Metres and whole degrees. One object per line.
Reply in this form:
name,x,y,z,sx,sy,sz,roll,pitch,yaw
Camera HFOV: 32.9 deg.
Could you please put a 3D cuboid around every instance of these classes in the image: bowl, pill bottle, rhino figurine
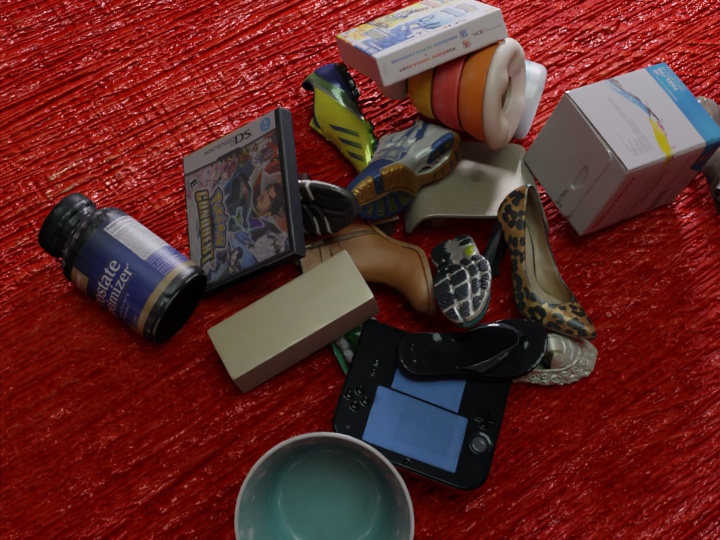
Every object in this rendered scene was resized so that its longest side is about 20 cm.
bowl,-0.038,0.273,1.382,0.199,0.105,0.203,0,94,2
pill bottle,0.157,-0.267,1.740,0.198,0.111,0.111,18,59,2
rhino figurine,0.502,-0.161,1.747,0.059,0.088,0.201,-5,61,-11
pill bottle,-0.299,-0.008,1.520,0.199,0.112,0.112,35,61,11

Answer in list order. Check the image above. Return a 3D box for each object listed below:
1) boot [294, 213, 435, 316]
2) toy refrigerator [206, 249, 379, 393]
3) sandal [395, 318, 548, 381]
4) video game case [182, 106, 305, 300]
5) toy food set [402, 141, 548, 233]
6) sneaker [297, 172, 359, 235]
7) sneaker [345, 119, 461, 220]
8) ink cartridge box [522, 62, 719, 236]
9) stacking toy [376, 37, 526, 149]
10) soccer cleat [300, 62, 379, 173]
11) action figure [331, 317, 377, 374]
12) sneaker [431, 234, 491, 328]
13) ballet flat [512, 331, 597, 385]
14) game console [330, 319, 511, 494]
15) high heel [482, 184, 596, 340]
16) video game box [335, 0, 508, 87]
boot,0.000,0.000,1.590,0.154,0.074,0.201,-19,55,-18
toy refrigerator,-0.081,0.065,1.513,0.199,0.070,0.076,-31,68,-4
sandal,0.143,0.098,1.491,0.198,0.043,0.077,-8,62,-18
video game case,-0.152,-0.084,1.551,0.025,0.180,0.202,19,58,-49
toy food set,0.153,-0.108,1.688,0.198,0.061,0.144,1,49,-10
sneaker,-0.073,-0.100,1.590,0.199,0.076,0.116,-4,28,32
sneaker,0.042,-0.135,1.626,0.199,0.076,0.088,-32,47,-31
ink cartridge box,0.359,-0.167,1.673,0.199,0.147,0.147,-19,65,-32
stacking toy,0.116,-0.248,1.646,0.198,0.147,0.147,11,57,23
soccer cleat,-0.024,-0.199,1.711,0.083,0.065,0.201,-24,68,5
action figure,0.020,0.120,1.534,0.117,0.055,0.201,-22,65,-23
sneaker,0.140,0.021,1.549,0.077,0.080,0.200,-24,21,12
ballet flat,0.218,0.110,1.564,0.198,0.072,0.072,-3,61,-11
game console,0.074,0.164,1.474,0.199,0.031,0.178,21,62,-2
high heel,0.244,-0.010,1.570,0.200,0.143,0.071,40,37,28
video game box,0.078,-0.315,1.644,0.181,0.047,0.200,-21,24,-10
